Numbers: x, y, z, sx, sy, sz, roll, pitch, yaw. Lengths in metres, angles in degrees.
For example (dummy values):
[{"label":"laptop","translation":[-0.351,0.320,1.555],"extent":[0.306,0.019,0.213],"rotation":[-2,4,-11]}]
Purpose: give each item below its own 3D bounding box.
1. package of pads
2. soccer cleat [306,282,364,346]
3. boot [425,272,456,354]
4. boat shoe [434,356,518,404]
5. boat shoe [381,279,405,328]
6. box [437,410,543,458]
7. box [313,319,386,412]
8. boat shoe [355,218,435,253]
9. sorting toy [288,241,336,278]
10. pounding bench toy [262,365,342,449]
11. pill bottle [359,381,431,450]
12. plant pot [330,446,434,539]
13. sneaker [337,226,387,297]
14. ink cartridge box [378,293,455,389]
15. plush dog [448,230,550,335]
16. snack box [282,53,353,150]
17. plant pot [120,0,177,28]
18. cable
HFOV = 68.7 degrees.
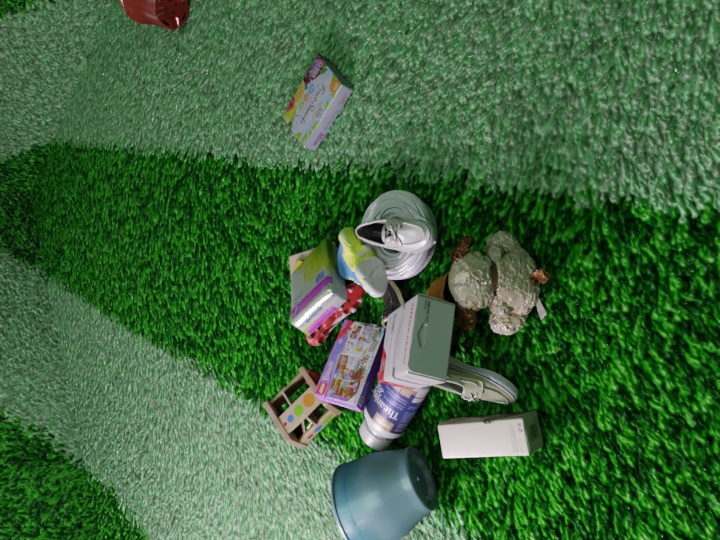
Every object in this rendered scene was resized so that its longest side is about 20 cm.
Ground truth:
[{"label":"package of pads","translation":[-0.109,0.042,1.315],"extent":[0.154,0.067,0.204],"rotation":[-42,33,25]},{"label":"soccer cleat","translation":[-0.068,0.103,1.336],"extent":[0.201,0.068,0.085],"rotation":[-49,20,7]},{"label":"boot","translation":[0.172,0.115,1.104],"extent":[0.144,0.068,0.210],"rotation":[126,143,-77]},{"label":"boat shoe","translation":[0.219,0.231,1.065],"extent":[0.194,0.073,0.063],"rotation":[19,57,17]},{"label":"boat shoe","translation":[0.077,0.108,1.207],"extent":[0.074,0.062,0.204],"rotation":[90,161,-52]},{"label":"box","translation":[0.258,0.330,1.058],"extent":[0.195,0.081,0.071],"rotation":[-18,78,38]},{"label":"box","translation":[-0.016,0.223,1.261],"extent":[0.133,0.039,0.205],"rotation":[4,60,38]},{"label":"boat shoe","translation":[0.072,-0.082,1.153],"extent":[0.196,0.064,0.075],"rotation":[13,98,42]},{"label":"sorting toy","translation":[-0.128,0.036,1.436],"extent":[0.195,0.036,0.193],"rotation":[-15,79,40]},{"label":"pounding bench toy","translation":[-0.130,0.361,1.380],"extent":[0.155,0.201,0.125],"rotation":[-41,61,-5]},{"label":"pill bottle","translation":[0.074,0.305,1.200],"extent":[0.111,0.109,0.205],"rotation":[41,114,34]},{"label":"plant pot","translation":[0.062,0.490,1.160],"extent":[0.185,0.198,0.205],"rotation":[-32,68,20]},{"label":"sneaker","translation":[0.000,0.000,1.232],"extent":[0.204,0.073,0.107],"rotation":[64,149,33]},{"label":"ink cartridge box","translation":[0.107,0.146,1.036],"extent":[0.200,0.081,0.150],"rotation":[128,154,-70]},{"label":"plush dog","translation":[0.246,0.023,0.991],"extent":[0.160,0.164,0.209],"rotation":[152,115,-82]},{"label":"snack box","translation":[-0.120,-0.455,1.435],"extent":[0.202,0.052,0.144],"rotation":[-52,59,27]},{"label":"plant pot","translation":[-0.740,-0.984,1.923],"extent":[0.192,0.198,0.207],"rotation":[31,108,28]},{"label":"cable","translation":[0.087,-0.083,1.230],"extent":[0.201,0.068,0.204],"rotation":[-48,59,31]}]
